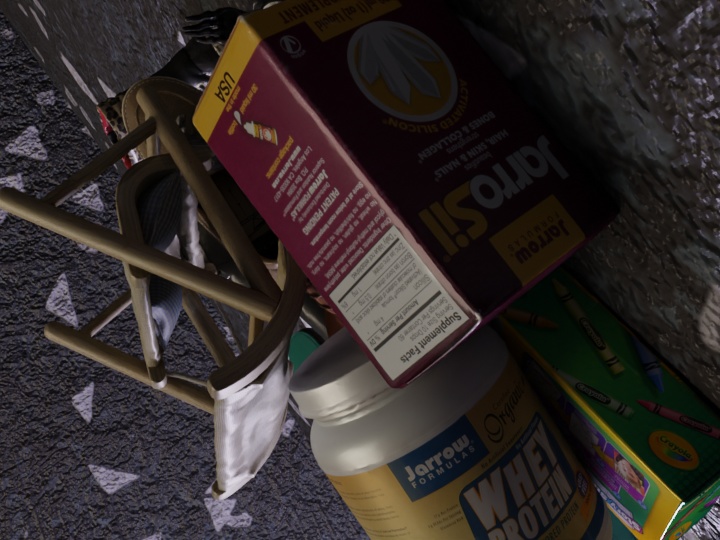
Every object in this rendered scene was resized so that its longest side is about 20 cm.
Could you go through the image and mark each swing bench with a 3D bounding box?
[{"bbox_3d":[-0.118,0.024,0.687,0.200,0.130,0.199,39,152,14],"label":"swing bench"}]

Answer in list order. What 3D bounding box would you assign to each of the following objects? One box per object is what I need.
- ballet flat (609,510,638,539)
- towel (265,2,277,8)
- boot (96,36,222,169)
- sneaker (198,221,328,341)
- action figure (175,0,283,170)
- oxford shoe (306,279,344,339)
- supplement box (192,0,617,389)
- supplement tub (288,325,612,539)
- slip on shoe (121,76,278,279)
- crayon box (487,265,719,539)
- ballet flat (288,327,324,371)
[{"bbox_3d":[0.167,0.160,0.813,0.200,0.068,0.067,63,179,-31],"label":"ballet flat"},{"bbox_3d":[-0.025,-0.174,0.730,0.147,0.024,0.200,53,169,-4],"label":"towel"},{"bbox_3d":[-0.182,-0.153,1.040,0.073,0.150,0.200,49,166,19],"label":"boot"},{"bbox_3d":[-0.085,-0.010,0.830,0.200,0.091,0.076,50,176,5],"label":"sneaker"},{"bbox_3d":[-0.073,-0.130,0.713,0.102,0.119,0.200,8,152,9],"label":"action figure"},{"bbox_3d":[-0.017,0.001,0.705,0.071,0.071,0.200,41,151,30],"label":"oxford shoe"},{"bbox_3d":[0.021,-0.059,0.567,0.200,0.131,0.103,52,144,6],"label":"supplement box"},{"bbox_3d":[0.057,0.123,0.657,0.200,0.144,0.145,56,167,-10],"label":"supplement tub"},{"bbox_3d":[-0.114,-0.073,0.769,0.200,0.076,0.061,53,-177,7],"label":"slip on shoe"},{"bbox_3d":[0.153,0.082,0.670,0.200,0.058,0.119,47,165,27],"label":"crayon box"},{"bbox_3d":[-0.011,0.146,1.037,0.074,0.074,0.200,79,165,-61],"label":"ballet flat"}]
